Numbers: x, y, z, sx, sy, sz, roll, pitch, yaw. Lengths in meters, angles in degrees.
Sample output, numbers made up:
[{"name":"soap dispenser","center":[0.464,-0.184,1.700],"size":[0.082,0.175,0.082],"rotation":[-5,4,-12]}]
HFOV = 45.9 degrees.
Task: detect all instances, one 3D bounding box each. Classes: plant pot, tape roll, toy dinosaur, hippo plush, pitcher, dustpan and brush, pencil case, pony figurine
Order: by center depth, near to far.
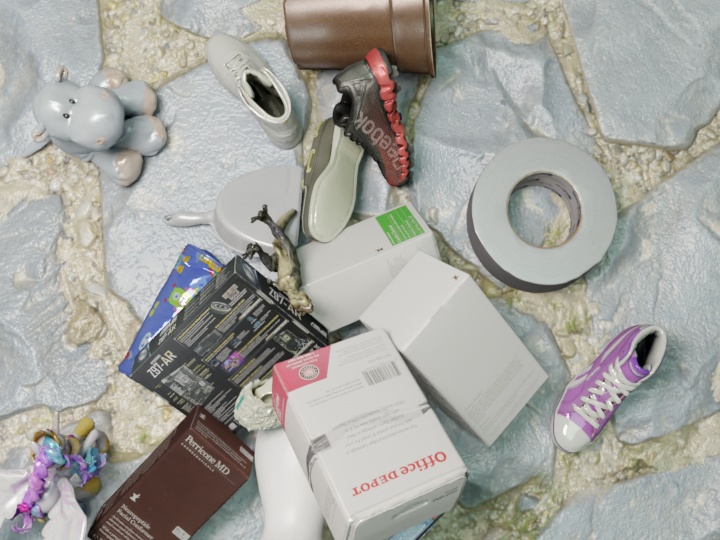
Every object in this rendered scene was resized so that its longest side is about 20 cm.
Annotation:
[{"name":"pony figurine","center":[-0.380,0.266,1.034],"size":[0.164,0.200,0.196],"rotation":[22,80,4]},{"name":"toy dinosaur","center":[-0.102,-0.026,1.045],"size":[0.047,0.088,0.202],"rotation":[-33,42,20]},{"name":"pitcher","center":[-0.063,0.269,1.079],"size":[0.119,0.171,0.204],"rotation":[-12,59,30]},{"name":"pencil case","center":[-0.242,0.068,1.132],"size":[0.086,0.078,0.203],"rotation":[25,80,12]},{"name":"hippo plush","center":[-0.367,-0.221,1.144],"size":[0.196,0.161,0.162],"rotation":[18,80,3]},{"name":"plant pot","center":[0.002,-0.361,1.162],"size":[0.194,0.200,0.205],"rotation":[-2,79,8]},{"name":"tape roll","center":[0.245,-0.075,1.162],"size":[0.196,0.066,0.205],"rotation":[0,79,1]},{"name":"dustpan and brush","center":[-0.179,-0.079,1.172],"size":[0.196,0.058,0.142],"rotation":[3,60,0]}]

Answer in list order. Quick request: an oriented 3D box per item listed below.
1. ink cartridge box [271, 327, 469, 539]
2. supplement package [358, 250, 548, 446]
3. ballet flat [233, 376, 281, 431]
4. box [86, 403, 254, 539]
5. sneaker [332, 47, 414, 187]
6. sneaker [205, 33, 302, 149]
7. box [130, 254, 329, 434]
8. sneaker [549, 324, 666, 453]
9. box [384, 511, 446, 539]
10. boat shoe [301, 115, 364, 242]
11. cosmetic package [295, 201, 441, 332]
[{"name":"ink cartridge box","center":[0.005,0.180,0.921],"size":[0.143,0.086,0.201],"rotation":[-16,52,-22]},{"name":"supplement package","center":[0.116,0.095,1.057],"size":[0.121,0.119,0.200],"rotation":[-46,120,-8]},{"name":"ballet flat","center":[-0.056,0.143,1.025],"size":[0.197,0.072,0.073],"rotation":[-13,79,-25]},{"name":"box","center":[-0.233,0.277,1.057],"size":[0.100,0.075,0.200],"rotation":[42,99,-12]},{"name":"sneaker","center":[0.015,-0.192,1.138],"size":[0.096,0.203,0.071],"rotation":[-20,39,-3]},{"name":"sneaker","center":[-0.152,-0.270,1.176],"size":[0.073,0.116,0.201],"rotation":[-39,80,-5]},{"name":"box","center":[-0.161,0.103,1.056],"size":[0.160,0.044,0.200],"rotation":[40,108,-24]},{"name":"sneaker","center":[0.320,0.148,1.096],"size":[0.072,0.114,0.202],"rotation":[36,83,5]},{"name":"box","center":[0.040,0.319,1.021],"size":[0.137,0.200,0.040],"rotation":[-44,79,-7]},{"name":"boat shoe","center":[-0.044,-0.127,1.159],"size":[0.060,0.072,0.205],"rotation":[-9,57,42]},{"name":"cosmetic package","center":[0.000,0.000,1.118],"size":[0.197,0.108,0.086],"rotation":[-22,121,-6]}]
